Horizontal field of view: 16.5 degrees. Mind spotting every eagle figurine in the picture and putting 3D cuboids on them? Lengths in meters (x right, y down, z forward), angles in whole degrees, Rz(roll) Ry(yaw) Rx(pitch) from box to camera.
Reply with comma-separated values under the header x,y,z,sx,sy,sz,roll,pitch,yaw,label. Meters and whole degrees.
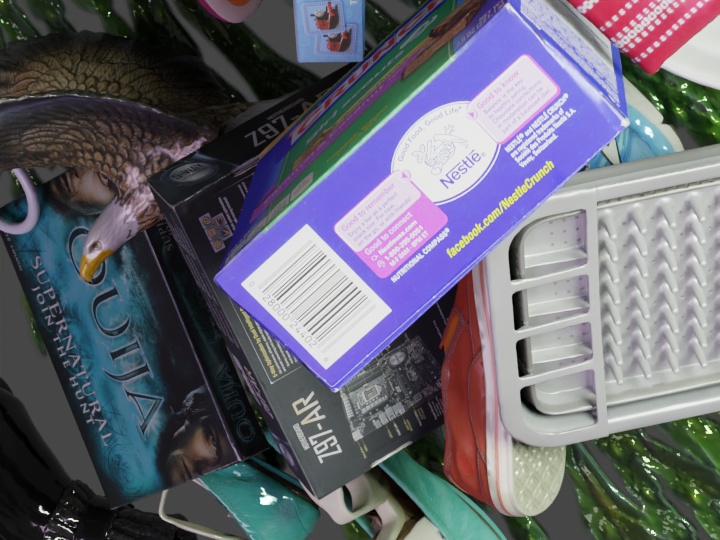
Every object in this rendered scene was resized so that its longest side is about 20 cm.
x,y,z,sx,sy,sz,roll,pitch,yaw,label
-0.128,-0.067,1.346,0.200,0.151,0.152,34,151,-7,eagle figurine

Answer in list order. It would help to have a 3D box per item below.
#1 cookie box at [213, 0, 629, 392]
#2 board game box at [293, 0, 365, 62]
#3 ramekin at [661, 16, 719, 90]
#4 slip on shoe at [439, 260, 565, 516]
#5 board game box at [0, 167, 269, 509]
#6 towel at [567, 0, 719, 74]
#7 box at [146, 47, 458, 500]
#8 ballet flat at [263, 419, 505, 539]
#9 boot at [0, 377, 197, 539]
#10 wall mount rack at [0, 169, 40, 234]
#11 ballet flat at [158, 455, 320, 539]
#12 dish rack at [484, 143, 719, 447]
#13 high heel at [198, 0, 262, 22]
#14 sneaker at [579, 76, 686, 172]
x,y,z,sx,sy,sz,roll,pitch,yaw,label
0.029,-0.056,1.083,0.171,0.200,0.075,-42,100,14,cookie box
-0.018,-0.219,1.127,0.037,0.151,0.200,-3,133,-1,board game box
0.174,-0.184,1.053,0.200,0.105,0.200,19,137,19,ramekin
0.069,0.028,1.297,0.061,0.074,0.200,7,103,40,slip on shoe
-0.141,0.034,1.490,0.135,0.028,0.200,-24,88,46,board game box
0.093,-0.182,0.971,0.200,0.022,0.145,41,124,-14,towel
0.000,0.000,1.315,0.044,0.160,0.200,42,160,59,box
0.011,0.140,1.493,0.200,0.070,0.067,47,138,-12,ballet flat
-0.195,0.159,1.662,0.158,0.079,0.211,19,148,31,boot
-0.293,-0.076,1.498,0.200,0.075,0.174,50,139,1,wall mount rack
-0.119,0.118,1.569,0.200,0.070,0.067,35,171,2,ballet flat
0.159,0.002,1.222,0.200,0.044,0.172,-11,133,-3,dish rack
-0.105,-0.218,1.265,0.096,0.067,0.200,28,152,41,high heel
0.096,-0.065,1.233,0.078,0.090,0.200,-9,122,41,sneaker
